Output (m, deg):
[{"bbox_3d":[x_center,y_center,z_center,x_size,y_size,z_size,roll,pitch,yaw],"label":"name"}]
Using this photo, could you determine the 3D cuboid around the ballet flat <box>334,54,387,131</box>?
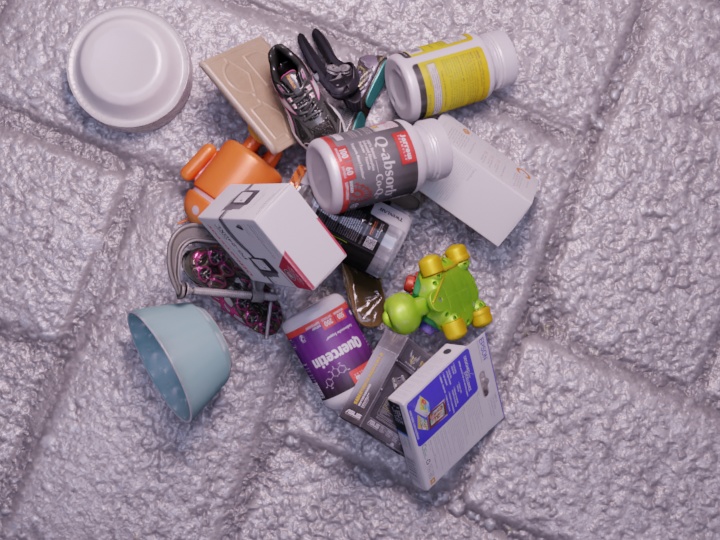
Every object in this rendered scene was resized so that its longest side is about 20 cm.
[{"bbox_3d":[-0.013,-0.271,1.748,0.072,0.072,0.200,22,79,-3],"label":"ballet flat"}]

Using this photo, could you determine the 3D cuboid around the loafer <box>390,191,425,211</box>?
[{"bbox_3d":[0.007,-0.128,1.736,0.200,0.070,0.070,11,45,2],"label":"loafer"}]

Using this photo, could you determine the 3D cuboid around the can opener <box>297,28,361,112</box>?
[{"bbox_3d":[-0.057,-0.334,1.709,0.063,0.079,0.200,-18,50,-19],"label":"can opener"}]

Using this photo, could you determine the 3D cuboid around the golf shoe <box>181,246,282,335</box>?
[{"bbox_3d":[-0.210,0.031,1.726,0.200,0.092,0.073,45,70,-22],"label":"golf shoe"}]

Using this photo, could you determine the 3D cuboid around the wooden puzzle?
[{"bbox_3d":[-0.157,-0.279,1.695,0.046,0.200,0.185,-39,91,34],"label":"wooden puzzle"}]

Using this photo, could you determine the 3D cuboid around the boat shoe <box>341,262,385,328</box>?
[{"bbox_3d":[0.000,0.000,1.739,0.074,0.066,0.200,-2,77,-10],"label":"boat shoe"}]

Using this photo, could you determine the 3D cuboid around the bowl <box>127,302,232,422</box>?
[{"bbox_3d":[-0.277,0.131,1.672,0.105,0.201,0.201,-27,90,-23],"label":"bowl"}]

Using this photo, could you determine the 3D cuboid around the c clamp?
[{"bbox_3d":[-0.216,0.012,1.654,0.200,0.027,0.171,12,88,-29],"label":"c clamp"}]

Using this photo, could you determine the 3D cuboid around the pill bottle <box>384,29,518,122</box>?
[{"bbox_3d":[0.151,-0.325,1.727,0.200,0.114,0.114,-19,89,-15],"label":"pill bottle"}]

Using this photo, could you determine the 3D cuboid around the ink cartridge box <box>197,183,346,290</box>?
[{"bbox_3d":[-0.136,-0.053,1.575,0.083,0.200,0.145,-49,116,-20],"label":"ink cartridge box"}]

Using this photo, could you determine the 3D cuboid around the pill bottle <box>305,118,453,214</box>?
[{"bbox_3d":[0.029,-0.162,1.572,0.200,0.116,0.116,-17,89,-20],"label":"pill bottle"}]

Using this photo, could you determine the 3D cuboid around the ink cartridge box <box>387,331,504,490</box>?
[{"bbox_3d":[0.142,0.222,1.690,0.200,0.043,0.198,-37,129,-28],"label":"ink cartridge box"}]

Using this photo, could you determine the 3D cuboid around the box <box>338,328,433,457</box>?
[{"bbox_3d":[0.068,0.204,1.676,0.048,0.200,0.158,20,77,39],"label":"box"}]

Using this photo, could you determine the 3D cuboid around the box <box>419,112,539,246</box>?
[{"bbox_3d":[0.180,-0.151,1.714,0.200,0.124,0.098,36,117,-1],"label":"box"}]

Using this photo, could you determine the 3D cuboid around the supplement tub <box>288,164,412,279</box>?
[{"bbox_3d":[-0.029,-0.080,1.656,0.200,0.123,0.123,27,87,-3],"label":"supplement tub"}]

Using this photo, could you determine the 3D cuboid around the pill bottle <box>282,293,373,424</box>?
[{"bbox_3d":[-0.035,0.145,1.710,0.112,0.112,0.200,-30,91,-4],"label":"pill bottle"}]

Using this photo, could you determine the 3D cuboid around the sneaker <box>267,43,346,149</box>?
[{"bbox_3d":[-0.096,-0.269,1.626,0.080,0.086,0.200,-35,66,1],"label":"sneaker"}]

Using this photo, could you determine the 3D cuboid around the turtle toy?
[{"bbox_3d":[0.119,0.048,1.709,0.200,0.101,0.146,-20,90,-46],"label":"turtle toy"}]

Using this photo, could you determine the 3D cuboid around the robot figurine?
[{"bbox_3d":[-0.206,-0.131,1.707,0.200,0.117,0.144,-53,136,-4],"label":"robot figurine"}]

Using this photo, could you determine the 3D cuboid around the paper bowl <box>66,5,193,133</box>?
[{"bbox_3d":[-0.378,-0.330,1.710,0.200,0.104,0.201,0,89,-2],"label":"paper bowl"}]
